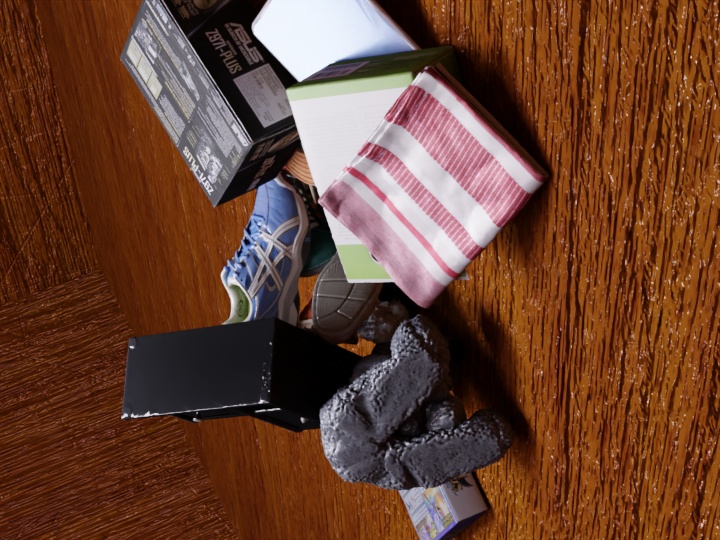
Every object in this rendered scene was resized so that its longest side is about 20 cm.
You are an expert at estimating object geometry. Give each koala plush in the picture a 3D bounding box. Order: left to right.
[{"bbox_3d":[0.048,0.122,1.637,0.177,0.184,0.200,52,-160,-20],"label":"koala plush"}]

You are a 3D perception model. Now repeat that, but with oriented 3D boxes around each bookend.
[{"bbox_3d":[-0.118,0.130,1.675,0.199,0.200,0.092,29,-121,-53],"label":"bookend"}]

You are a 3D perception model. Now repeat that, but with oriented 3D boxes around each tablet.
[{"bbox_3d":[-0.009,-0.203,1.461,0.200,0.014,0.130,47,132,6],"label":"tablet"}]

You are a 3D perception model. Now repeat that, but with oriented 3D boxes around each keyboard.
[{"bbox_3d":[0.009,0.022,1.842,0.200,0.040,0.104,-129,24,-50],"label":"keyboard"}]

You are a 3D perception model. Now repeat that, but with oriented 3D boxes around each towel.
[{"bbox_3d":[0.059,-0.070,1.356,0.144,0.023,0.200,45,133,5],"label":"towel"}]

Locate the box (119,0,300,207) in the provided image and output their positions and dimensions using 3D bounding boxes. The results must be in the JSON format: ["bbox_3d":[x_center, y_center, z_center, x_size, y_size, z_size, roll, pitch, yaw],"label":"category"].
[{"bbox_3d":[-0.150,-0.193,1.600,0.200,0.086,0.164,57,152,9],"label":"box"}]

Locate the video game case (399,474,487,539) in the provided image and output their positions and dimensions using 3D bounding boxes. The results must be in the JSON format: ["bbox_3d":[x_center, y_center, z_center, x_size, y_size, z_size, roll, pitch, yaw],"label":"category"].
[{"bbox_3d":[0.078,0.235,1.871,0.200,0.045,0.181,114,134,-69],"label":"video game case"}]

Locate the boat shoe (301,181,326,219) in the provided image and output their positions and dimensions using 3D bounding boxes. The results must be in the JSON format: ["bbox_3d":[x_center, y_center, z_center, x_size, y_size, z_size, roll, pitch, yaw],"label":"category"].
[{"bbox_3d":[-0.066,-0.101,1.883,0.200,0.074,0.065,67,175,-35],"label":"boat shoe"}]

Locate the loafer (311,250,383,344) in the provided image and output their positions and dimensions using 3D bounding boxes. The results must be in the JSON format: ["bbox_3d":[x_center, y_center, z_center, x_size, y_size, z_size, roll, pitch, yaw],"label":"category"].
[{"bbox_3d":[0.000,0.000,1.669,0.063,0.072,0.200,72,-151,-54],"label":"loafer"}]

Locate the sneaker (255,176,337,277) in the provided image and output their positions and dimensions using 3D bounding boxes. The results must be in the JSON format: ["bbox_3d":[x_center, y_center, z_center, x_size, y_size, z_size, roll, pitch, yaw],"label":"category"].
[{"bbox_3d":[-0.080,-0.057,1.763,0.080,0.071,0.200,63,171,-29],"label":"sneaker"}]

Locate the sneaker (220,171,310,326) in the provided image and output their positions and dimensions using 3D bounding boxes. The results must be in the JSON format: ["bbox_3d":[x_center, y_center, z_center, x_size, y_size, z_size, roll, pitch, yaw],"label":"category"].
[{"bbox_3d":[-0.106,-0.011,1.685,0.076,0.077,0.200,3,89,57],"label":"sneaker"}]

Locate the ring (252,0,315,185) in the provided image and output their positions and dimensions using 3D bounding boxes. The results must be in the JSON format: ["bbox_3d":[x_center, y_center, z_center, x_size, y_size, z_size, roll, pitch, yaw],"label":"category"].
[{"bbox_3d":[-0.064,-0.185,1.583,0.200,0.019,0.201,42,143,43],"label":"ring"}]

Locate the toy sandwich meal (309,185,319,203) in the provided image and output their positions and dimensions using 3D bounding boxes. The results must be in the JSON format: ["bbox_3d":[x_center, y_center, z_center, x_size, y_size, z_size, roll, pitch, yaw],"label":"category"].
[{"bbox_3d":[-0.054,-0.169,1.748,0.205,0.070,0.205,58,161,34],"label":"toy sandwich meal"}]

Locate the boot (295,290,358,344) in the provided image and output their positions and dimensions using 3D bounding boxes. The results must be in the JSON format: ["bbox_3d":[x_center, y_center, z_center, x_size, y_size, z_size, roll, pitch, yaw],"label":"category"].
[{"bbox_3d":[-0.028,0.028,1.755,0.200,0.075,0.107,-69,-7,-86],"label":"boot"}]

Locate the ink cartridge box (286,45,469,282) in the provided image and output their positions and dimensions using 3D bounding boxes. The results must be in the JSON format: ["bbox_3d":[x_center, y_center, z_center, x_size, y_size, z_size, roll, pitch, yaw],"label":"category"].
[{"bbox_3d":[0.033,-0.094,1.430,0.148,0.076,0.200,-2,114,37],"label":"ink cartridge box"}]

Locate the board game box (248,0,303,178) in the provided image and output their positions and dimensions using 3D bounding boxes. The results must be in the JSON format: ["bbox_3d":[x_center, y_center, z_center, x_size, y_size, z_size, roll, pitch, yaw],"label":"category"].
[{"bbox_3d":[-0.085,-0.198,1.654,0.103,0.019,0.200,22,128,57],"label":"board game box"}]
